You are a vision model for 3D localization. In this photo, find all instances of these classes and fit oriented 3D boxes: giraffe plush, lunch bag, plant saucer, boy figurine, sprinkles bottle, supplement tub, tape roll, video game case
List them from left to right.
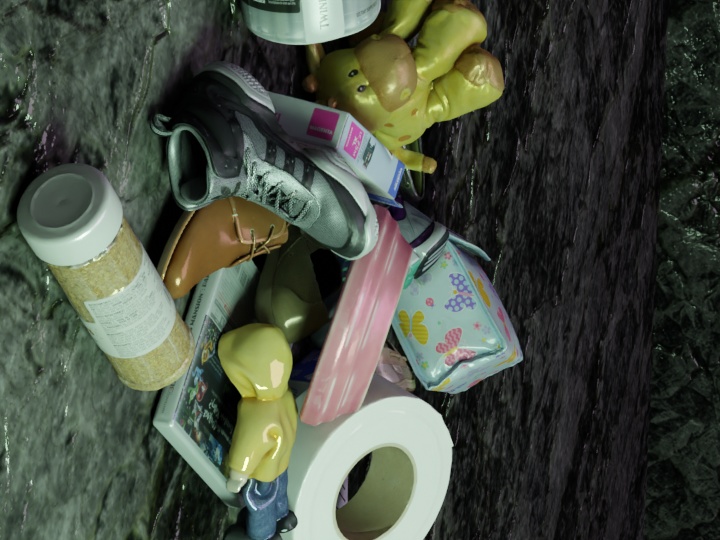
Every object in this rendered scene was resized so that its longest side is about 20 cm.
[{"bbox_3d":[-0.177,0.009,1.153,0.201,0.068,0.069,69,34,-53],"label":"sprinkles bottle"},{"bbox_3d":[-0.116,0.090,1.425,0.200,0.023,0.183,63,38,-59],"label":"video game case"},{"bbox_3d":[-0.089,0.144,1.388,0.124,0.064,0.202,-53,145,-61],"label":"boy figurine"},{"bbox_3d":[-0.048,-0.299,1.329,0.123,0.121,0.202,-56,147,-52],"label":"supplement tub"},{"bbox_3d":[-0.006,0.200,1.545,0.201,0.071,0.205,-18,119,-36],"label":"tape roll"},{"bbox_3d":[0.000,0.044,1.423,0.201,0.050,0.202,-160,-90,-90],"label":"plant saucer"},{"bbox_3d":[0.018,-0.185,1.558,0.201,0.172,0.162,-56,158,22],"label":"giraffe plush"},{"bbox_3d":[0.090,0.024,1.775,0.201,0.126,0.170,63,8,12],"label":"lunch bag"}]

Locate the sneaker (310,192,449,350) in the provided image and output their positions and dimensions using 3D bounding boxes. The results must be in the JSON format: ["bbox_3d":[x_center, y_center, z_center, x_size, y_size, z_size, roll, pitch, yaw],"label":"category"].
[{"bbox_3d":[0.000,0.000,1.644,0.200,0.087,0.075,-41,166,-33],"label":"sneaker"}]

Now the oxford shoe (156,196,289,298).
[{"bbox_3d":[-0.101,-0.034,1.326,0.200,0.071,0.072,-48,161,-45],"label":"oxford shoe"}]

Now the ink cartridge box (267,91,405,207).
[{"bbox_3d":[-0.035,-0.109,1.430,0.042,0.118,0.200,-70,159,-8],"label":"ink cartridge box"}]

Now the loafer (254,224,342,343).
[{"bbox_3d":[-0.049,-0.007,1.465,0.076,0.067,0.201,75,15,-44],"label":"loafer"}]

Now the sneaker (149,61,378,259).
[{"bbox_3d":[-0.081,-0.067,1.277,0.075,0.200,0.114,-44,-179,43],"label":"sneaker"}]

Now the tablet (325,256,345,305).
[{"bbox_3d":[-0.021,-0.010,1.668,0.130,0.014,0.202,-53,144,-54],"label":"tablet"}]

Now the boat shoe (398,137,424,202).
[{"bbox_3d":[0.045,-0.170,1.718,0.072,0.065,0.203,-34,128,-64],"label":"boat shoe"}]

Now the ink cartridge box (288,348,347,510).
[{"bbox_3d":[-0.046,0.189,1.620,0.094,0.044,0.202,-41,134,-64],"label":"ink cartridge box"}]

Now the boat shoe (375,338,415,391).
[{"bbox_3d":[0.018,0.100,1.694,0.200,0.071,0.066,-29,111,-87],"label":"boat shoe"}]
